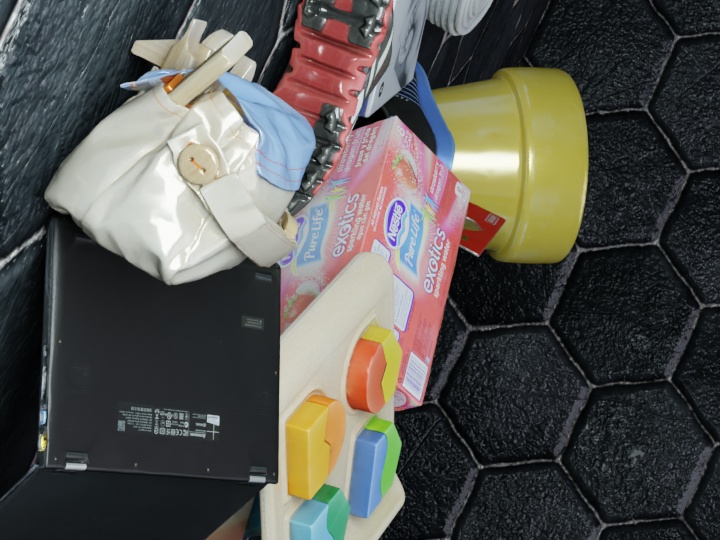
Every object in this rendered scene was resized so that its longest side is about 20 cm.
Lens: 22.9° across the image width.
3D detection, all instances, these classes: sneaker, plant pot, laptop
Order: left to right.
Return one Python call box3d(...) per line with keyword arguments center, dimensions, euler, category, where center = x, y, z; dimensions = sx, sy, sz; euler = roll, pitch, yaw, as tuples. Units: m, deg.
box3d(center=(-0.145, 0.086, 0.977), dimensions=(0.187, 0.116, 0.201), euler=(14, 74, -54), category="laptop")
box3d(center=(-0.026, -0.128, 1.266), dimensions=(0.098, 0.071, 0.201), euler=(-24, 137, -77), category="sneaker")
box3d(center=(0.015, -0.137, 1.491), dimensions=(0.070, 0.078, 0.200), euler=(-66, -153, 24), category="sneaker")
box3d(center=(0.111, -0.106, 1.792), dimensions=(0.201, 0.188, 0.201), euler=(180, -90, -78), category="plant pot")

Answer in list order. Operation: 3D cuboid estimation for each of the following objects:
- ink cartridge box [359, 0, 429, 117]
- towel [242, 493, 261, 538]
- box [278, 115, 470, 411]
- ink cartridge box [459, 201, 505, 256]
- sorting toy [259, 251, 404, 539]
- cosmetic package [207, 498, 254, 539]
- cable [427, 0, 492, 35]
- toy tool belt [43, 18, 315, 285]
box3d(center=(0.035, -0.236, 1.389), dimensions=(0.200, 0.040, 0.200), euler=(-54, 158, -65), category="ink cartridge box")
box3d(center=(-0.081, 0.084, 1.224), dimensions=(0.147, 0.022, 0.201), euler=(151, -67, -70), category="towel")
box3d(center=(0.000, 0.000, 1.309), dimensions=(0.094, 0.103, 0.200), euler=(-15, -133, 37), category="box")
box3d(center=(0.049, -0.083, 1.598), dimensions=(0.200, 0.173, 0.044), euler=(-43, 157, -74), category="ink cartridge box")
box3d(center=(-0.013, 0.114, 1.151), dimensions=(0.185, 0.036, 0.201), euler=(-47, 139, -51), category="sorting toy")
box3d(center=(-0.130, 0.139, 1.176), dimensions=(0.103, 0.087, 0.200), euler=(-16, 146, -25), category="cosmetic package")
box3d(center=(0.112, -0.325, 1.695), dimensions=(0.200, 0.069, 0.200), euler=(-66, 173, 14), category="cable")
box3d(center=(-0.071, -0.067, 0.908), dimensions=(0.123, 0.125, 0.200), euler=(-58, 176, 11), category="toy tool belt")
